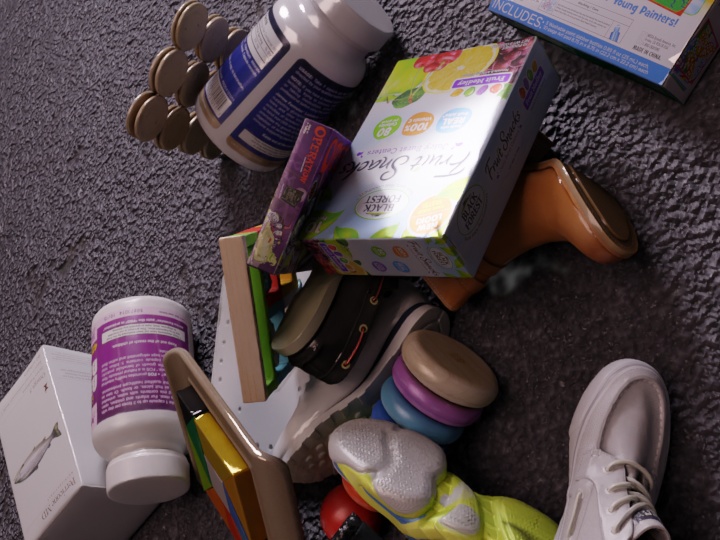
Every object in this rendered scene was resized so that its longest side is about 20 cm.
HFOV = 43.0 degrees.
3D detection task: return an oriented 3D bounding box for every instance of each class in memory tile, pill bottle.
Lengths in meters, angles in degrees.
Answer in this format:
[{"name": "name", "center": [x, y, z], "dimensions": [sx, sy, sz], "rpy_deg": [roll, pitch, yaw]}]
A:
[{"name": "memory tile", "center": [-0.171, -0.197, 0.979], "dimensions": [0.017, 0.200, 0.154], "rpy_deg": [27, 97, 15]}, {"name": "pill bottle", "center": [-0.228, 0.137, 0.967], "dimensions": [0.112, 0.112, 0.201], "rpy_deg": [-33, 52, 32]}, {"name": "pill bottle", "center": [-0.067, -0.204, 0.928], "dimensions": [0.200, 0.116, 0.116], "rpy_deg": [-41, 52, 26]}]

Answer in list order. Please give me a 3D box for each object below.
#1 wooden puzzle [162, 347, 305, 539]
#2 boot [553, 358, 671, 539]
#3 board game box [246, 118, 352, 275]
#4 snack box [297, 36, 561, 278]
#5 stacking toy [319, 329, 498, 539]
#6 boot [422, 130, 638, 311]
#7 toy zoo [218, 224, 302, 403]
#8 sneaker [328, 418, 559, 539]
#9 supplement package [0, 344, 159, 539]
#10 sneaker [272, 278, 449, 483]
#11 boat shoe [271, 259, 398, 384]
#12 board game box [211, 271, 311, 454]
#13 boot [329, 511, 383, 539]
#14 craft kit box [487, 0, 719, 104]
[{"name": "wooden puzzle", "center": [-0.117, 0.187, 0.825], "dimensions": [0.200, 0.037, 0.186], "rpy_deg": [35, 141, 46]}, {"name": "boot", "center": [0.172, 0.153, 0.581], "dimensions": [0.096, 0.073, 0.201], "rpy_deg": [150, 137, -75]}, {"name": "board game box", "center": [-0.038, -0.057, 0.776], "dimensions": [0.032, 0.200, 0.120], "rpy_deg": [19, 95, 7]}, {"name": "snack box", "center": [0.056, -0.088, 0.711], "dimensions": [0.142, 0.053, 0.200], "rpy_deg": [0, 53, 43]}, {"name": "stacking toy", "center": [0.030, 0.151, 0.755], "dimensions": [0.085, 0.085, 0.200], "rpy_deg": [47, 116, 41]}, {"name": "boot", "center": [0.118, -0.025, 0.727], "dimensions": [0.155, 0.074, 0.200], "rpy_deg": [-51, 36, 18]}, {"name": "toy zoo", "center": [-0.078, 0.027, 0.795], "dimensions": [0.020, 0.200, 0.132], "rpy_deg": [-6, 97, 8]}, {"name": "sneaker", "center": [0.053, 0.196, 0.680], "dimensions": [0.200, 0.076, 0.105], "rpy_deg": [29, 126, 24]}, {"name": "supplement package", "center": [-0.318, 0.203, 1.035], "dimensions": [0.117, 0.117, 0.200], "rpy_deg": [-48, 50, 19]}, {"name": "sneaker", "center": [-0.010, 0.095, 0.794], "dimensions": [0.200, 0.076, 0.080], "rpy_deg": [-48, 53, -5]}, {"name": "boat shoe", "center": [-0.002, 0.000, 0.771], "dimensions": [0.074, 0.063, 0.202], "rpy_deg": [-15, 42, 55]}, {"name": "board game box", "center": [-0.073, 0.086, 0.904], "dimensions": [0.200, 0.026, 0.201], "rpy_deg": [-10, 70, 42]}, {"name": "boot", "center": [0.040, 0.237, 0.626], "dimensions": [0.162, 0.073, 0.198], "rpy_deg": [45, 155, 11]}, {"name": "craft kit box", "center": [0.224, -0.258, 0.721], "dimensions": [0.200, 0.048, 0.198], "rpy_deg": [42, 109, 43]}]
